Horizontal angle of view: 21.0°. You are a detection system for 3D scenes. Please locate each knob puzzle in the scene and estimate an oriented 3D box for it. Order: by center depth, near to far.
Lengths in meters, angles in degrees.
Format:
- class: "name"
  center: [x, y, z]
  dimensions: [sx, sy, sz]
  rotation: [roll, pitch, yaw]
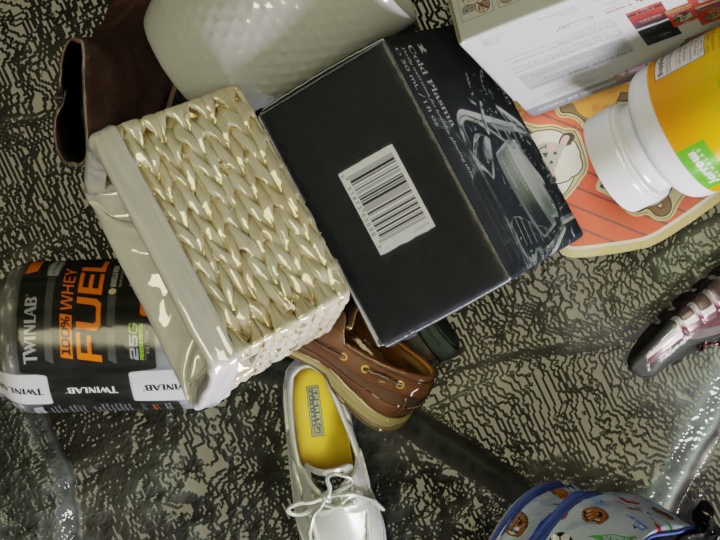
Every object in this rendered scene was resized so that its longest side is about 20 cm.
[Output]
- class: "knob puzzle"
  center: [0.204, -0.103, 1.560]
  dimensions: [0.219, 0.030, 0.220]
  rotation: [0, 90, 4]

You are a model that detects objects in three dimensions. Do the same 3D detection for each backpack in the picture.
- class: "backpack"
  center: [0.167, 0.249, 1.489]
  dimensions: [0.154, 0.190, 0.200]
  rotation: [23, 92, 19]

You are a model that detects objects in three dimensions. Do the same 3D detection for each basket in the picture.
- class: "basket"
  center: [-0.107, -0.019, 1.429]
  dimensions: [0.123, 0.136, 0.200]
  rotation: [-25, 80, -16]

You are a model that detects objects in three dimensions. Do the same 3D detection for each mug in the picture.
- class: "mug"
  center: [-0.084, -0.225, 1.471]
  dimensions: [0.175, 0.148, 0.200]
  rotation: [-33, 95, 12]

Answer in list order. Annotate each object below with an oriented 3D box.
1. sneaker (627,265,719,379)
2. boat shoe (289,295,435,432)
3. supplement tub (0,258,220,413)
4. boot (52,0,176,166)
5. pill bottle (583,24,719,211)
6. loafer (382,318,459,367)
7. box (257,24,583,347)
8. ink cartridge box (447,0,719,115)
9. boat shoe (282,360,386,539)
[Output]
- class: "sneaker"
  center: [0.317, 0.046, 1.535]
  dimensions: [0.200, 0.076, 0.116]
  rotation: [-41, 91, 3]
- class: "boat shoe"
  center: [-0.024, 0.040, 1.524]
  dimensions: [0.200, 0.072, 0.068]
  rotation: [40, 128, -3]
- class: "supplement tub"
  center: [-0.209, 0.052, 1.544]
  dimensions: [0.199, 0.123, 0.123]
  rotation: [-3, 91, 4]
- class: "boot"
  center: [-0.185, -0.175, 1.514]
  dimensions: [0.072, 0.166, 0.201]
  rotation: [5, 92, 13]
- class: "pill bottle"
  center: [0.273, -0.123, 1.461]
  dimensions: [0.200, 0.111, 0.111]
  rotation: [-28, 89, 28]
- class: "loafer"
  center: [0.000, 0.000, 1.558]
  dimensions: [0.063, 0.072, 0.200]
  rotation: [-35, 92, 14]
- class: "box"
  center: [0.050, -0.071, 1.476]
  dimensions: [0.124, 0.197, 0.200]
  rotation: [-28, 89, 23]
- class: "ink cartridge box"
  center: [0.183, -0.209, 1.462]
  dimensions: [0.200, 0.176, 0.084]
  rotation: [-19, 69, 16]
- class: "boat shoe"
  center: [-0.023, 0.167, 1.551]
  dimensions: [0.074, 0.086, 0.203]
  rotation: [-8, 90, 4]
